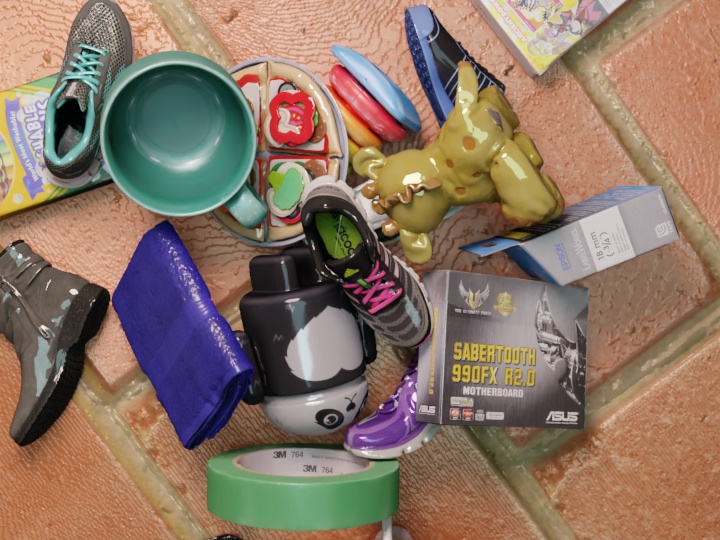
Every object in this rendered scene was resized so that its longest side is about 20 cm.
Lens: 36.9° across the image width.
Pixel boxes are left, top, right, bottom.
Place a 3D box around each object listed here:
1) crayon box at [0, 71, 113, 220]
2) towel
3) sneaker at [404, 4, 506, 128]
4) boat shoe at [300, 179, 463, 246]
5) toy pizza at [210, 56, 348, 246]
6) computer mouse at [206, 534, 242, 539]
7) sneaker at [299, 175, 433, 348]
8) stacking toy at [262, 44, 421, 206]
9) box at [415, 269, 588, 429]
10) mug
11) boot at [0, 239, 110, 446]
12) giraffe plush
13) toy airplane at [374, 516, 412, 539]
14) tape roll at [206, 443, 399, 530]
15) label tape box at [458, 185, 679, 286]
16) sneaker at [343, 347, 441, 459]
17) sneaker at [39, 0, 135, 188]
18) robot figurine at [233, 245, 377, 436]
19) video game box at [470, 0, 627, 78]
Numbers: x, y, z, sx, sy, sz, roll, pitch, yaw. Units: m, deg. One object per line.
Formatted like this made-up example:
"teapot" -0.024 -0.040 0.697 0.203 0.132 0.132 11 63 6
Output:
"crayon box" -0.368 -0.129 1.165 0.199 0.052 0.126 -19 93 -3
"towel" -0.183 0.066 1.120 0.200 0.049 0.148 57 132 23
"sneaker" 0.114 -0.205 1.190 0.078 0.070 0.201 -24 100 -6
"boat shoe" 0.028 -0.069 1.190 0.199 0.060 0.076 -13 80 -1
"toy pizza" -0.104 -0.125 1.145 0.199 0.032 0.201 4 98 27
"computer mouse" -0.193 0.397 1.197 0.140 0.046 0.201 0 92 -5
"sneaker" 0.000 0.000 1.077 0.074 0.087 0.200 -31 96 17
"stacking toy" -0.038 -0.134 1.171 0.200 0.110 0.116 -46 78 10
"box" 0.156 0.088 1.158 0.199 0.048 0.159 8 84 -32
"mug" -0.182 -0.128 1.091 0.151 0.114 0.186 -11 112 -9
"boot" -0.366 0.077 1.176 0.130 0.068 0.201 25 93 9
"giraffe plush" 0.091 -0.093 1.092 0.162 0.200 0.173 -31 66 17
"toy airplane" 0.032 0.326 1.163 0.200 0.141 0.199 35 119 -21
"tape roll" -0.059 0.221 1.123 0.199 0.200 0.048 2 92 -4
"label tape box" 0.219 -0.028 1.162 0.199 0.144 0.064 -22 95 -2
"sneaker" 0.059 0.130 1.174 0.200 0.081 0.084 -33 114 -21
"sneaker" -0.279 -0.183 1.100 0.077 0.091 0.201 12 89 -7
"robot figurine" -0.059 0.076 1.153 0.150 0.125 0.201 -10 97 2
"video game box" 0.202 -0.348 1.199 0.182 0.047 0.200 -39 94 -4
